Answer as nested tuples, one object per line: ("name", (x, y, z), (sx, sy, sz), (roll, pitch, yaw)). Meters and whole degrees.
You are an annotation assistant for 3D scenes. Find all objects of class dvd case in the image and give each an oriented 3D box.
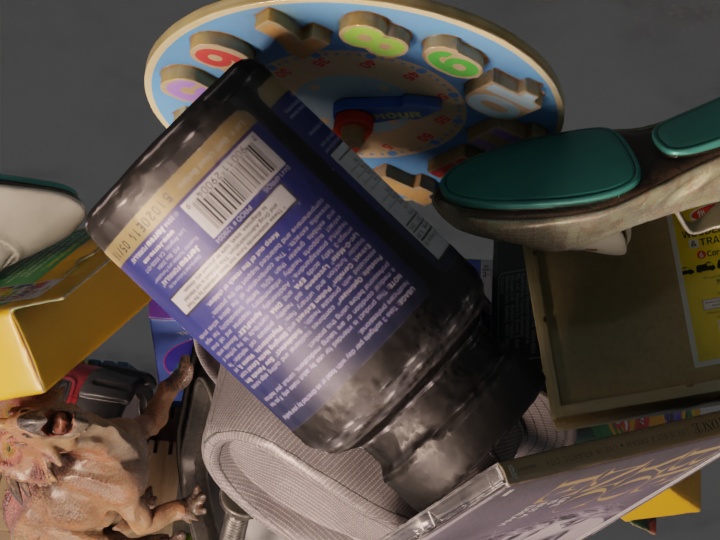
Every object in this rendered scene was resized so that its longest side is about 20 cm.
("dvd case", (0.086, 0.111, 1.289), (0.200, 0.016, 0.149), (-9, 159, -46))

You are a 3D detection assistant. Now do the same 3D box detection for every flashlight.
("flashlight", (-0.219, 0.072, 1.606), (0.200, 0.068, 0.068), (11, -161, 19))

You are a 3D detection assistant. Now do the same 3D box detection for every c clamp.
("c clamp", (-0.076, 0.135, 1.524), (0.027, 0.171, 0.200), (-6, 144, -13))

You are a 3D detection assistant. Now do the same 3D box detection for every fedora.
("fedora", (0.000, 0.091, 1.368), (0.200, 0.090, 0.177), (31, 152, -19))

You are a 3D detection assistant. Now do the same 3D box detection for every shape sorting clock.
("shape sorting clock", (-0.003, -0.078, 1.299), (0.200, 0.039, 0.200), (2, 158, 1))

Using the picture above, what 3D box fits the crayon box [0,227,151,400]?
("crayon box", (-0.202, 0.029, 1.470), (0.200, 0.052, 0.126), (-12, -163, 29))

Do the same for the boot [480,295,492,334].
("boot", (0.000, 0.000, 1.421), (0.090, 0.073, 0.200), (-24, 142, 16))

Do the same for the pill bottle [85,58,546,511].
("pill bottle", (-0.017, 0.010, 1.232), (0.200, 0.112, 0.112), (44, 150, -2))

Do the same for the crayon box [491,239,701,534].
("crayon box", (0.138, 0.058, 1.503), (0.051, 0.127, 0.200), (-10, 156, 28))

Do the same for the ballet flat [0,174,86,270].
("ballet flat", (-0.245, -0.017, 1.436), (0.200, 0.069, 0.069), (5, 157, -8))

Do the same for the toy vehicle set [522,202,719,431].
("toy vehicle set", (0.181, 0.000, 1.322), (0.200, 0.124, 0.027), (-10, 161, 8))

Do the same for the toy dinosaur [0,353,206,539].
("toy dinosaur", (-0.162, 0.118, 1.496), (0.135, 0.086, 0.200), (0, 135, -23))

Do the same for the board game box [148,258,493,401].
("board game box", (-0.017, 0.035, 1.568), (0.200, 0.045, 0.134), (2, 158, -1))

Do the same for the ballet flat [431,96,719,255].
("ballet flat", (0.135, -0.037, 1.285), (0.200, 0.067, 0.062), (-15, 124, -1))

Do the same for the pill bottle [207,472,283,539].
("pill bottle", (0.003, 0.136, 1.653), (0.200, 0.113, 0.113), (-3, 167, -46))

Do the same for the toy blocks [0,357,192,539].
("toy blocks", (-0.172, 0.109, 1.656), (0.200, 0.137, 0.100), (4, 167, 13))
